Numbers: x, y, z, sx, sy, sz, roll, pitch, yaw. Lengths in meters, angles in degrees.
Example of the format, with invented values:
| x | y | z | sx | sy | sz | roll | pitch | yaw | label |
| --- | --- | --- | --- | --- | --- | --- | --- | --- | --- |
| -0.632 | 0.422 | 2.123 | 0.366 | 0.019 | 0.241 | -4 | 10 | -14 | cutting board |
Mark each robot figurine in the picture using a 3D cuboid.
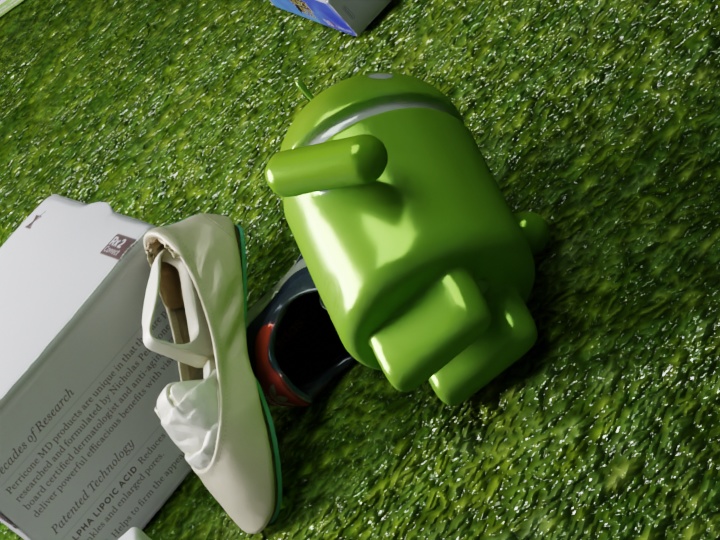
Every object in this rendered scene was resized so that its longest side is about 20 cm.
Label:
| x | y | z | sx | sy | sz | roll | pitch | yaw | label |
| --- | --- | --- | --- | --- | --- | --- | --- | --- | --- |
| 0.023 | -0.026 | 1.125 | 0.116 | 0.175 | 0.200 | -43 | 52 | 26 | robot figurine |

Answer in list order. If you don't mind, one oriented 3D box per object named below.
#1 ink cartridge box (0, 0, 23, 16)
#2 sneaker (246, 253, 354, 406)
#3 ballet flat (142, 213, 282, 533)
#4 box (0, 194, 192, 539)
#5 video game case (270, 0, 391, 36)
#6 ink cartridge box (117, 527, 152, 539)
| x | y | z | sx | sy | sz | roll | pitch | yaw | label |
| --- | --- | --- | --- | --- | --- | --- | --- | --- | --- |
| -0.451 | -0.392 | 2.300 | 0.148 | 0.200 | 0.076 | -29 | 30 | 29 | ink cartridge box |
| 0.000 | 0.000 | 1.219 | 0.200 | 0.075 | 0.084 | -58 | 26 | -6 | sneaker |
| -0.094 | 0.058 | 1.179 | 0.069 | 0.069 | 0.201 | -27 | 60 | 30 | ballet flat |
| -0.190 | 0.071 | 1.316 | 0.200 | 0.131 | 0.199 | -50 | 26 | -12 | box |
| 0.011 | -0.281 | 1.645 | 0.181 | 0.045 | 0.200 | -48 | 26 | -4 | video game case |
| -0.133 | 0.247 | 1.026 | 0.144 | 0.085 | 0.200 | -40 | 25 | 9 | ink cartridge box |
